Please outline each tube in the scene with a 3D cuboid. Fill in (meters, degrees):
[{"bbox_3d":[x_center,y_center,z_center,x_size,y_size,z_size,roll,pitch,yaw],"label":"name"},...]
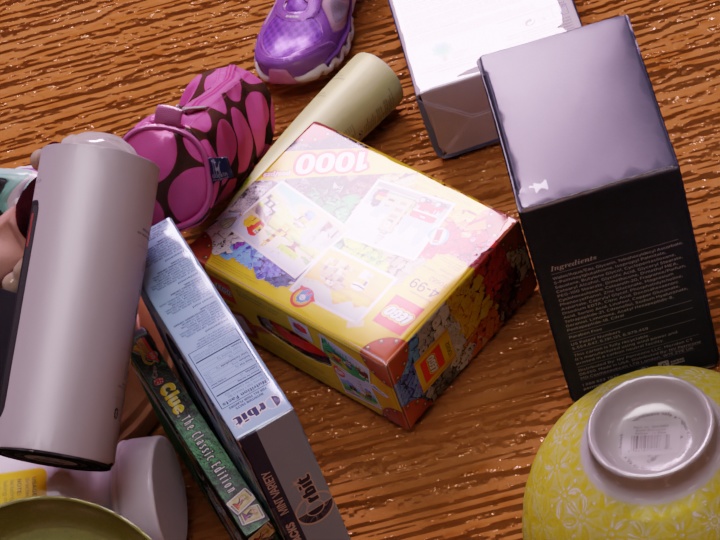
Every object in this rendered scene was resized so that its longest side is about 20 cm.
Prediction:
[{"bbox_3d":[-0.048,-0.084,1.774,0.052,0.058,0.200,20,57,42],"label":"tube"}]

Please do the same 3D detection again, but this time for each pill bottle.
[{"bbox_3d":[-0.221,0.164,1.583,0.198,0.112,0.112,-9,48,11],"label":"pill bottle"}]

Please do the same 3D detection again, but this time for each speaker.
[{"bbox_3d":[-0.180,0.023,1.512,0.081,0.081,0.202,4,79,22],"label":"speaker"}]

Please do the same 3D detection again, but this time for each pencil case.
[{"bbox_3d":[-0.117,-0.094,1.726,0.090,0.094,0.200,2,17,9],"label":"pencil case"}]

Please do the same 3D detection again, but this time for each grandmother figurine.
[{"bbox_3d":[-0.221,-0.037,1.643,0.200,0.060,0.122,-35,49,41],"label":"grandmother figurine"}]

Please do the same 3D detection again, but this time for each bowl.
[{"bbox_3d":[0.188,0.128,1.479,0.199,0.108,0.201,-10,48,11],"label":"bowl"}]

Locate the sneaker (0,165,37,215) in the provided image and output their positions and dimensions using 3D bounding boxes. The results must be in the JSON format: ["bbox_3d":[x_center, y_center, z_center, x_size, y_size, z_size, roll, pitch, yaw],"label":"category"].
[{"bbox_3d":[-0.179,-0.043,1.752,0.139,0.078,0.200,-12,26,-35],"label":"sneaker"}]

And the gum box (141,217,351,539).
[{"bbox_3d":[-0.080,0.088,1.562,0.044,0.170,0.200,-28,47,-8],"label":"gum box"}]

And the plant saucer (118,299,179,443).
[{"bbox_3d":[-0.228,0.070,1.718,0.199,0.038,0.201,-10,47,11],"label":"plant saucer"}]

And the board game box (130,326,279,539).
[{"bbox_3d":[-0.097,0.134,1.572,0.023,0.105,0.200,-31,48,-8],"label":"board game box"}]

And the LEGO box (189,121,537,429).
[{"bbox_3d":[0.000,0.000,1.674,0.199,0.077,0.149,27,63,35],"label":"LEGO box"}]

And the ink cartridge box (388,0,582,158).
[{"bbox_3d":[0.095,-0.195,1.812,0.135,0.077,0.201,-17,49,3],"label":"ink cartridge box"}]

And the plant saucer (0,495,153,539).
[{"bbox_3d":[-0.194,0.243,1.502,0.198,0.031,0.202,-1,86,11],"label":"plant saucer"}]

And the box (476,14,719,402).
[{"bbox_3d":[0.158,-0.039,1.570,0.106,0.201,0.149,-16,47,5],"label":"box"}]

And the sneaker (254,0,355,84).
[{"bbox_3d":[-0.036,-0.237,1.886,0.080,0.089,0.201,10,55,24],"label":"sneaker"}]

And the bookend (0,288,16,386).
[{"bbox_3d":[-0.325,0.066,1.593,0.199,0.198,0.093,-19,66,34],"label":"bookend"}]
